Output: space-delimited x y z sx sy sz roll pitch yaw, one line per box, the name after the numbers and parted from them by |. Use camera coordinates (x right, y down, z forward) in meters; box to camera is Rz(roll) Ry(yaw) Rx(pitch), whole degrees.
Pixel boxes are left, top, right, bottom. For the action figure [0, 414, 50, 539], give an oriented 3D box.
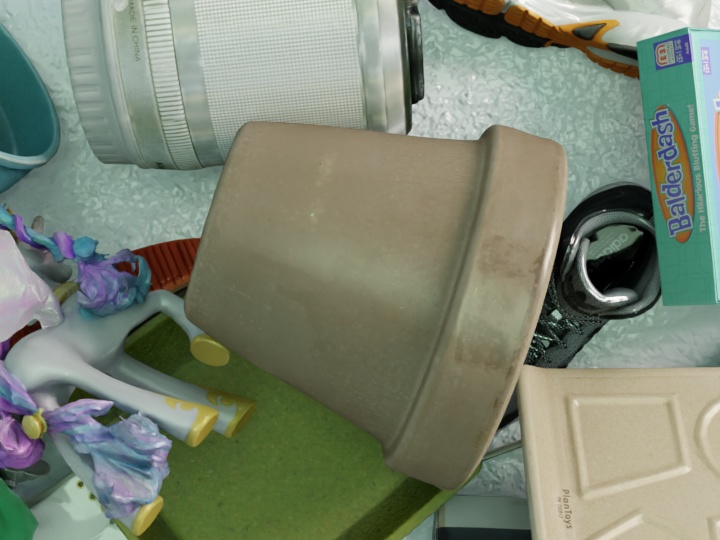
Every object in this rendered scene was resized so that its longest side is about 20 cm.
-0.253 0.179 0.824 0.118 0.054 0.201 51 123 32 | action figure

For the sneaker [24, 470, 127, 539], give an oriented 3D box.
-0.132 0.162 0.839 0.197 0.074 0.117 -18 93 3 | sneaker

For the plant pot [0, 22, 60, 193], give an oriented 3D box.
-0.316 -0.081 0.790 0.188 0.200 0.201 -40 89 14 | plant pot

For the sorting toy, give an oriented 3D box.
0.188 0.136 0.736 0.197 0.037 0.187 3 51 -5 | sorting toy

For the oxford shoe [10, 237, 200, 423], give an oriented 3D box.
-0.164 0.046 0.853 0.198 0.071 0.073 -29 119 -2 | oxford shoe

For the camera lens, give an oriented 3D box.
-0.064 -0.145 0.791 0.197 0.160 0.163 -5 90 1 | camera lens

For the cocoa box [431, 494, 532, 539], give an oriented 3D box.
0.136 0.228 0.783 0.197 0.132 0.135 3 119 1 | cocoa box

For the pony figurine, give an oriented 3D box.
-0.174 0.052 0.728 0.199 0.193 0.168 33 127 9 | pony figurine

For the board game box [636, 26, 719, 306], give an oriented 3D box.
0.255 -0.065 0.791 0.198 0.045 0.155 -5 90 -34 | board game box

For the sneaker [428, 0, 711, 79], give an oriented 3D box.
0.130 -0.189 0.838 0.197 0.076 0.093 16 83 -6 | sneaker

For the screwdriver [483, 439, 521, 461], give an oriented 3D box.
0.059 0.125 0.858 0.198 0.028 0.029 -25 61 0 | screwdriver

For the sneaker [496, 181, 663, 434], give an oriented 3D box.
0.119 0.025 0.811 0.075 0.114 0.200 41 91 1 | sneaker

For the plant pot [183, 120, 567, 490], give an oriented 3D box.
0.000 0.000 0.724 0.172 0.200 0.203 18 91 -4 | plant pot

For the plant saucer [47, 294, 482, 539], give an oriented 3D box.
-0.060 0.107 0.811 0.199 0.048 0.200 -37 77 -18 | plant saucer
